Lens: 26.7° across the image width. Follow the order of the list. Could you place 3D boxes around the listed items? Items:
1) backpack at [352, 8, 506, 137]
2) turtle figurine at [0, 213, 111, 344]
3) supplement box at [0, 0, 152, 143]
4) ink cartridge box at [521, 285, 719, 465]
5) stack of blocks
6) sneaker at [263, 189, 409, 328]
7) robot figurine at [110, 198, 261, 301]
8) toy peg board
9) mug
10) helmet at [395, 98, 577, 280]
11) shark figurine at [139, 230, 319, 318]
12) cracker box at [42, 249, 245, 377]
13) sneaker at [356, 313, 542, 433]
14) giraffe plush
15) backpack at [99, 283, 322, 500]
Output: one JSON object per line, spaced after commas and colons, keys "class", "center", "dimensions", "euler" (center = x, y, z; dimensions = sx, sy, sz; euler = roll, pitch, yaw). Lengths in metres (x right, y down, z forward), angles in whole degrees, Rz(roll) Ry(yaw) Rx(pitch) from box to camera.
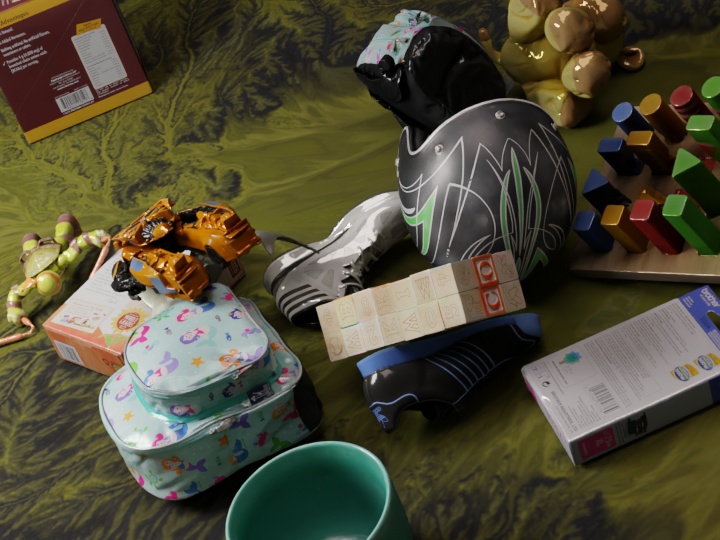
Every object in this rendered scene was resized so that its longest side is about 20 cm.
{"class": "backpack", "center": [0.082, -0.237, 1.830], "dimensions": [0.127, 0.167, 0.200], "euler": [-47, 26, -7]}
{"class": "turtle figurine", "center": [-0.383, -0.004, 1.826], "dimensions": [0.200, 0.064, 0.161], "euler": [-43, 25, 9]}
{"class": "supplement box", "center": [-0.430, -0.327, 2.152], "dimensions": [0.196, 0.201, 0.133], "euler": [-23, 36, -3]}
{"class": "ink cartridge box", "center": [0.265, 0.096, 1.421], "dimensions": [0.199, 0.042, 0.120], "euler": [-26, 37, -2]}
{"class": "stack of blocks", "center": [0.066, 0.033, 1.479], "dimensions": [0.115, 0.059, 0.199], "euler": [-13, -4, -42]}
{"class": "sneaker", "center": [0.000, 0.000, 1.658], "dimensions": [0.200, 0.076, 0.116], "euler": [-32, 46, -2]}
{"class": "robot figurine", "center": [-0.190, -0.027, 1.580], "dimensions": [0.145, 0.058, 0.200], "euler": [-41, 27, -20]}
{"class": "toy peg board", "center": [0.301, -0.101, 1.519], "dimensions": [0.198, 0.098, 0.201], "euler": [3, 63, 45]}
{"class": "mug", "center": [-0.033, 0.254, 1.306], "dimensions": [0.151, 0.115, 0.186], "euler": [-2, 41, 23]}
{"class": "helmet", "center": [0.132, -0.082, 1.563], "dimensions": [0.199, 0.201, 0.191], "euler": [-27, 20, -8]}
{"class": "shark figurine", "center": [-0.156, 0.016, 1.649], "dimensions": [0.214, 0.089, 0.128], "euler": [-44, 50, 5]}
{"class": "cracker box", "center": [-0.245, 0.032, 1.734], "dimensions": [0.133, 0.058, 0.200], "euler": [16, 51, 37]}
{"class": "sneaker", "center": [0.095, 0.100, 1.484], "dimensions": [0.199, 0.070, 0.078], "euler": [-15, 79, -18]}
{"class": "giraffe plush", "center": [0.259, -0.272, 1.819], "dimensions": [0.162, 0.174, 0.200], "euler": [-28, 1, -27]}
{"class": "backpack", "center": [-0.160, 0.124, 1.512], "dimensions": [0.199, 0.151, 0.178], "euler": [-33, 39, -8]}
